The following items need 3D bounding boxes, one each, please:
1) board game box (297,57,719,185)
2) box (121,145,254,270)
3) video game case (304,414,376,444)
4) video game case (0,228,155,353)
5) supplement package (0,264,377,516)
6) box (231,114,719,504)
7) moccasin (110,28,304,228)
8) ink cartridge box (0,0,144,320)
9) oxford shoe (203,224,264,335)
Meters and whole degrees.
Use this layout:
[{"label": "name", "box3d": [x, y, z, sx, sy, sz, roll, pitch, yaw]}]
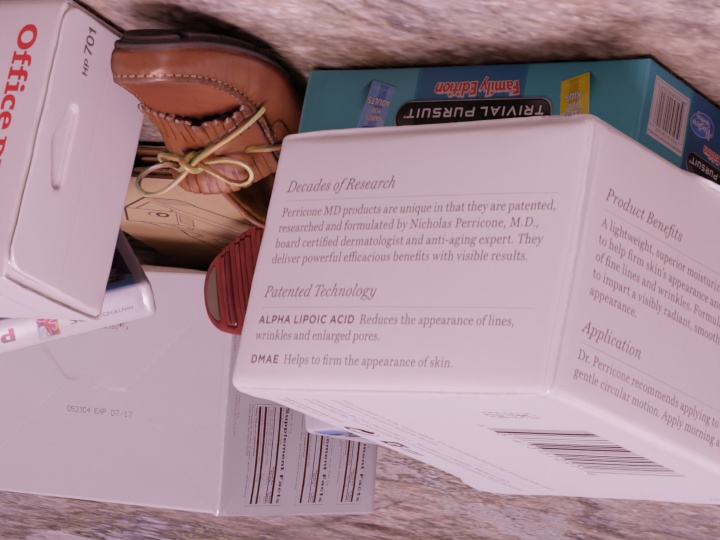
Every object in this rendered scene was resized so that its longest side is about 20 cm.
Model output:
[{"label": "board game box", "box3d": [0.092, -0.055, 1.422, 0.199, 0.047, 0.151, 0, 162, 37]}, {"label": "box", "box3d": [-0.087, -0.034, 1.704, 0.163, 0.021, 0.200, 4, 166, 30]}, {"label": "video game case", "box3d": [0.093, 0.092, 1.751, 0.181, 0.022, 0.200, -6, 170, 30]}, {"label": "video game case", "box3d": [-0.214, 0.009, 1.548, 0.181, 0.023, 0.200, -14, -162, -9]}, {"label": "supplement package", "box3d": [-0.113, 0.075, 1.813, 0.190, 0.148, 0.200, 4, 178, 29]}, {"label": "box", "box3d": [0.082, 0.023, 1.364, 0.199, 0.131, 0.199, -1, 161, 42]}, {"label": "moccasin", "box3d": [-0.070, -0.067, 1.437, 0.073, 0.078, 0.201, 7, 166, 18]}, {"label": "ink cartridge box", "box3d": [-0.217, -0.056, 1.454, 0.199, 0.147, 0.086, 3, 163, 32]}, {"label": "oxford shoe", "box3d": [0.000, 0.000, 1.620, 0.199, 0.071, 0.075, -13, 166, 35]}]
